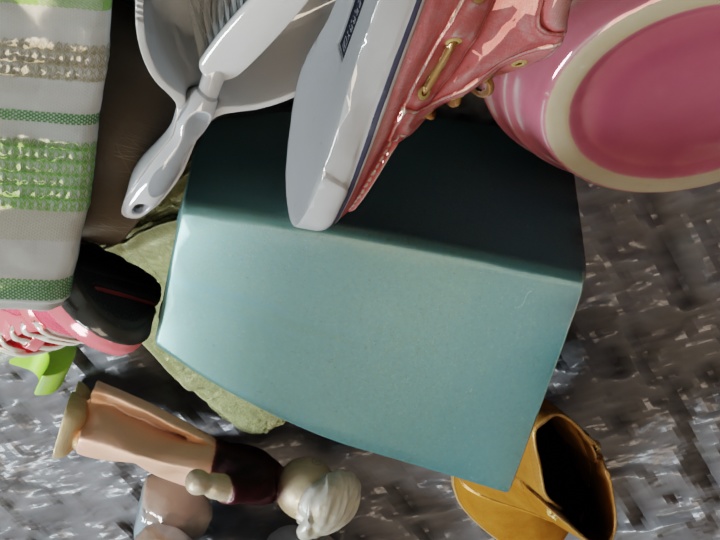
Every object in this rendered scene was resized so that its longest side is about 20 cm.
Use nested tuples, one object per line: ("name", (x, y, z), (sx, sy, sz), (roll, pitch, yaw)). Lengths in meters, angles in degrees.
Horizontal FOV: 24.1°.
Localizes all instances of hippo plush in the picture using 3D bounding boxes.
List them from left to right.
("hippo plush", (-0.088, 0.243, 1.147), (0.159, 0.161, 0.201), (12, 142, -8))

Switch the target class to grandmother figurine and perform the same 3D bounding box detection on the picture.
("grandmother figurine", (-0.095, 0.124, 1.084), (0.198, 0.121, 0.061), (17, 103, -6))

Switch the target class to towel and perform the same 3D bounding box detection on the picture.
("towel", (-0.192, -0.074, 0.767), (0.148, 0.031, 0.202), (3, 121, -20))
("towel", (-0.071, 0.017, 1.011), (0.147, 0.037, 0.200), (-24, 127, 28))

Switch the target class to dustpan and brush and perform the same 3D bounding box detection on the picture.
("dustpan and brush", (-0.063, -0.101, 0.777), (0.139, 0.058, 0.200), (11, 139, -36))

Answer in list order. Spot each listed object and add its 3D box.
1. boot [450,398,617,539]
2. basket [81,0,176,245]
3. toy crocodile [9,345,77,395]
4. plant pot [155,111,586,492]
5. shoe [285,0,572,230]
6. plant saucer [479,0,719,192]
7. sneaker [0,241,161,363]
("boot", (0.111, 0.135, 1.024), (0.071, 0.144, 0.202), (-38, 125, -10))
("basket", (-0.196, -0.098, 0.841), (0.198, 0.136, 0.182), (22, 99, -21))
("toy crocodile", (-0.261, 0.011, 1.014), (0.199, 0.062, 0.067), (32, 131, -22))
("plant pot", (0.000, 0.000, 0.885), (0.198, 0.142, 0.142), (13, 123, -6))
("shoe", (0.031, -0.090, 0.744), (0.090, 0.072, 0.201), (4, 136, -19))
("plant saucer", (0.156, -0.102, 0.806), (0.198, 0.051, 0.201), (-7, 145, -5))
("sneaker", (-0.175, 0.020, 0.921), (0.073, 0.200, 0.088), (20, 96, -38))
